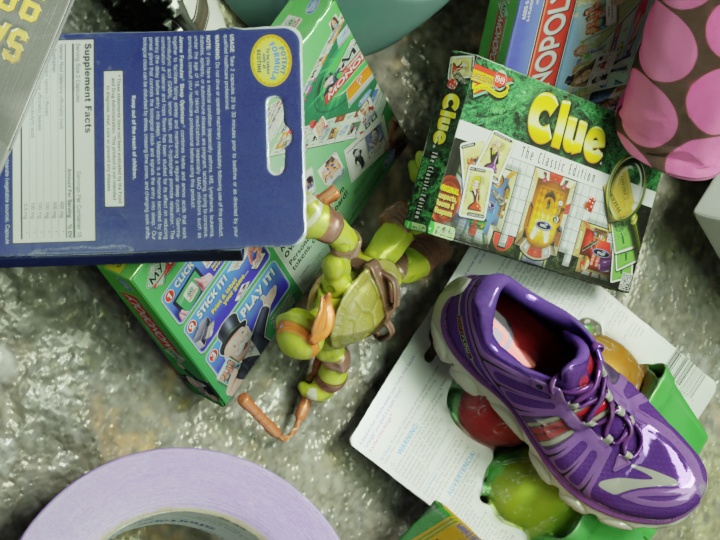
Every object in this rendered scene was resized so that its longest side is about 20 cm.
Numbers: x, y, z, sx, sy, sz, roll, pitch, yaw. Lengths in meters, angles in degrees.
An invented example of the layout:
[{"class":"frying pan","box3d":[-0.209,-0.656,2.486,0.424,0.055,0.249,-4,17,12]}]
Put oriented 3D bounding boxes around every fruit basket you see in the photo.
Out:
[{"class":"fruit basket","box3d":[0.110,0.090,1.272,0.200,0.094,0.186,36,71,-13]}]

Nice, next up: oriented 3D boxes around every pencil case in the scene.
[{"class":"pencil case","box3d":[0.205,-0.153,1.163,0.090,0.200,0.094,13,42,0]}]

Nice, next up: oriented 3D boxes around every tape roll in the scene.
[{"class":"tape roll","box3d":[-0.099,0.198,1.091,0.199,0.066,0.201,3,77,-14]}]

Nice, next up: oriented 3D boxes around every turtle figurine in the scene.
[{"class":"turtle figurine","box3d":[0.000,0.000,1.156,0.161,0.064,0.200,-43,146,-37]}]

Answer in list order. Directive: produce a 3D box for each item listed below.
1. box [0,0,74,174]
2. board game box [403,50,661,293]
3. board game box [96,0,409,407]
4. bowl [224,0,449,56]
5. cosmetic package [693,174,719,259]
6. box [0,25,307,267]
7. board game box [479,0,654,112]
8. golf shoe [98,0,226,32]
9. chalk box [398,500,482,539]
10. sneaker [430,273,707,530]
[{"class":"box","box3d":[-0.249,-0.137,1.000,0.199,0.048,0.159,24,77,-13]},{"class":"board game box","box3d":[0.109,-0.054,1.202,0.200,0.023,0.105,14,89,-47]},{"class":"board game box","box3d":[-0.055,-0.040,1.145,0.200,0.029,0.135,-55,144,-19]},{"class":"bowl","box3d":[0.009,-0.225,1.168,0.200,0.105,0.202,-1,91,-33]},{"class":"cosmetic package","box3d":[0.349,-0.044,1.364,0.200,0.123,0.200,-55,133,-19]},{"class":"box","box3d":[-0.128,-0.064,1.055,0.199,0.032,0.122,-2,78,0]},{"class":"board game box","box3d":[0.135,-0.147,1.215,0.134,0.029,0.200,-18,140,-26]},{"class":"golf shoe","box3d":[-0.109,-0.189,1.108,0.094,0.078,0.200,-42,114,-25]},{"class":"chalk box","box3d":[0.036,0.261,1.182,0.200,0.124,0.124,-45,117,-5]},{"class":"sneaker","box3d":[0.126,0.078,1.187,0.200,0.083,0.081,40,71,-9]}]
